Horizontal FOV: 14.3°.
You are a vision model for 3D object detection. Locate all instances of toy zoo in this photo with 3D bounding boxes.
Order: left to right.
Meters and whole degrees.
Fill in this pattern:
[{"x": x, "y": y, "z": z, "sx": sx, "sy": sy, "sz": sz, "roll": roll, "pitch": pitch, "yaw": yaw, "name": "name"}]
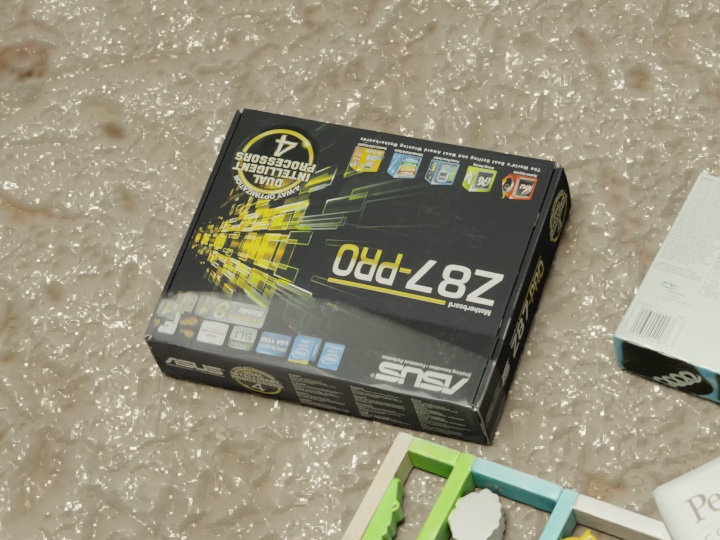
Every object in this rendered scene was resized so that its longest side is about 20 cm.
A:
[{"x": 0.082, "y": 0.170, "z": 1.489, "sx": 0.200, "sy": 0.020, "sz": 0.131, "roll": 19, "pitch": 63, "yaw": 23, "name": "toy zoo"}]

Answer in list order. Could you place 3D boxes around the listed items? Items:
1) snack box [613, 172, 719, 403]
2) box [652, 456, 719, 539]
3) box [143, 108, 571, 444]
[{"x": 0.249, "y": 0.030, "z": 1.533, "sx": 0.200, "sy": 0.037, "sz": 0.116, "roll": 20, "pitch": 64, "yaw": 23, "name": "snack box"}, {"x": 0.273, "y": 0.162, "z": 1.333, "sx": 0.199, "sy": 0.200, "sz": 0.171, "roll": -28, "pitch": 54, "yaw": 3, "name": "box"}, {"x": 0.000, "y": 0.000, "z": 1.600, "sx": 0.200, "sy": 0.049, "sz": 0.161, "roll": 12, "pitch": 64, "yaw": 19, "name": "box"}]
